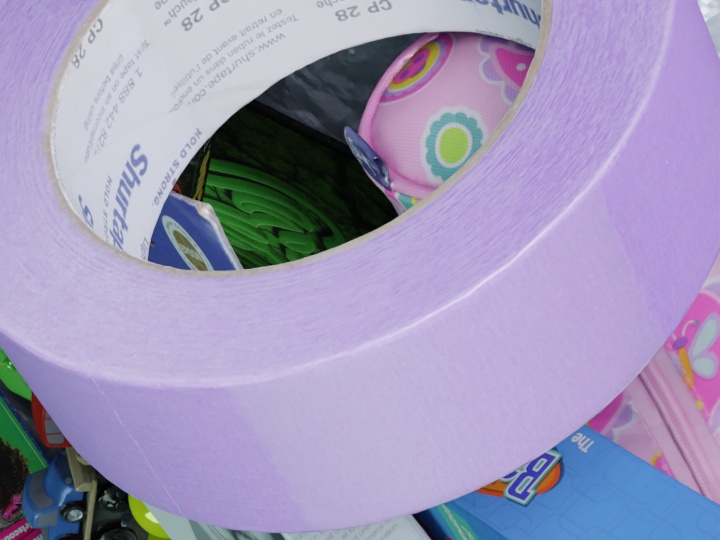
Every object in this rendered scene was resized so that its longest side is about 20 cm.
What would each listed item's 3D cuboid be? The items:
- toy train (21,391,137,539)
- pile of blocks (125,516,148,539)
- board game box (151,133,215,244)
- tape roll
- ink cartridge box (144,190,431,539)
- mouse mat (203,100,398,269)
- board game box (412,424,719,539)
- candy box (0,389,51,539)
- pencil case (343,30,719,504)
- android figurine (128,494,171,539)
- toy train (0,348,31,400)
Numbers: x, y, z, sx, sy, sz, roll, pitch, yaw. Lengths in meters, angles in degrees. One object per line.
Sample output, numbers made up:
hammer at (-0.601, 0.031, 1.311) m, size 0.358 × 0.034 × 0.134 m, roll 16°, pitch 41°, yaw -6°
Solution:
toy train at (-0.106, 0.049, 1.143) m, size 0.200 × 0.046 × 0.034 m, roll 99°, pitch 159°, yaw -43°
pile of blocks at (-0.051, 0.161, 1.345) m, size 0.200 × 0.062 × 0.082 m, roll 42°, pitch 155°, yaw -15°
board game box at (-0.094, -0.069, 0.949) m, size 0.104 × 0.023 × 0.200 m, roll 24°, pitch 140°, yaw 9°
tape roll at (-0.007, -0.033, 0.754) m, size 0.200 × 0.200 × 0.066 m, roll 17°, pitch 151°, yaw 35°
ink cartridge box at (-0.048, 0.051, 0.923) m, size 0.200 × 0.041 × 0.199 m, roll 56°, pitch 165°, yaw -24°
mouse mat at (0.000, 0.000, 1.048) m, size 0.200 × 0.008 × 0.161 m, roll 28°, pitch 155°, yaw 18°
board game box at (0.071, 0.098, 0.875) m, size 0.200 × 0.045 × 0.152 m, roll 31°, pitch 161°, yaw 54°
candy box at (-0.146, 0.155, 1.342) m, size 0.200 × 0.077 × 0.169 m, roll 52°, pitch 166°, yaw 7°
pencil case at (0.073, 0.008, 0.869) m, size 0.087 × 0.088 × 0.200 m, roll 13°, pitch 149°, yaw 40°
android figurine at (-0.003, 0.113, 1.097) m, size 0.182 × 0.041 × 0.200 m, roll 38°, pitch 127°, yaw -23°
toy train at (-0.156, -0.013, 1.139) m, size 0.056 × 0.042 × 0.200 m, roll 23°, pitch 154°, yaw 41°
